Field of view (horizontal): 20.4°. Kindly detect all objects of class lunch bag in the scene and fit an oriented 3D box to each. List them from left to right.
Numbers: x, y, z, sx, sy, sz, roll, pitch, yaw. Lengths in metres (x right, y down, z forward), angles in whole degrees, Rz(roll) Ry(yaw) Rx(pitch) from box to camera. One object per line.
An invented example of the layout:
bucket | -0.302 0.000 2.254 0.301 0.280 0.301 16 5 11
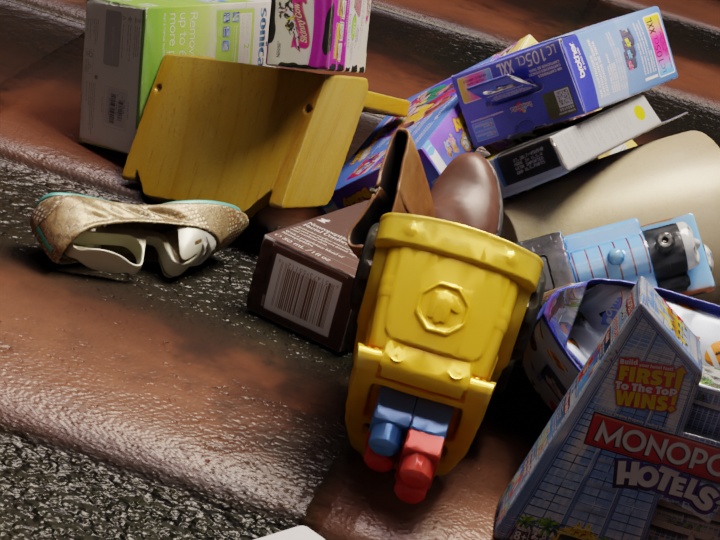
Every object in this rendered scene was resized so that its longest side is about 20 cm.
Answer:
lunch bag | 0.222 0.083 1.529 0.199 0.124 0.170 23 -14 4

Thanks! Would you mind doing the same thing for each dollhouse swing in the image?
dollhouse swing | -0.079 -0.117 1.892 0.199 0.182 0.176 11 -13 35

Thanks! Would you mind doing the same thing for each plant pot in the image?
plant pot | 0.224 -0.023 1.836 0.199 0.188 0.187 -8 27 -15

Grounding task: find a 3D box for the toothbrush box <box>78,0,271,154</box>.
toothbrush box | -0.177 -0.199 1.981 0.086 0.146 0.200 15 16 34

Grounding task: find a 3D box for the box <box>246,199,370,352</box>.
box | 0.000 0.000 1.727 0.100 0.075 0.200 24 21 22

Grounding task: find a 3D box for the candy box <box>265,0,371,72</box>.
candy box | -0.034 -0.251 1.827 0.061 0.137 0.200 6 5 10

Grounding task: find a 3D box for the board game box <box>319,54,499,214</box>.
board game box | 0.056 -0.120 1.897 0.045 0.134 0.200 55 38 -14

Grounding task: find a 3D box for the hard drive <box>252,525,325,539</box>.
hard drive | -0.010 0.226 1.213 0.200 0.027 0.132 30 25 35

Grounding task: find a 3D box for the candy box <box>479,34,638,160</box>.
candy box | 0.193 -0.134 2.015 0.200 0.117 0.057 43 56 -16

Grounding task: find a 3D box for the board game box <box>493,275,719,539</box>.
board game box | 0.216 0.117 1.404 0.199 0.201 0.062 16 20 2

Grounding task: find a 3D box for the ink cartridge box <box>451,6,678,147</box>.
ink cartridge box | 0.181 -0.175 1.838 0.136 0.077 0.200 -16 7 43

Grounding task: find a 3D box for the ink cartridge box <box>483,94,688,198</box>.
ink cartridge box | 0.173 -0.108 1.870 0.197 0.047 0.200 -22 4 46

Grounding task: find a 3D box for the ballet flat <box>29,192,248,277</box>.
ballet flat | -0.182 -0.023 1.692 0.199 0.071 0.065 1 53 -28

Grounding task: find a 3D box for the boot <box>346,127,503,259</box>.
boot | 0.048 -0.056 1.615 0.068 0.189 0.200 16 -23 26

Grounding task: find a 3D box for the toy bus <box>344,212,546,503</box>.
toy bus | 0.045 0.084 1.460 0.135 0.200 0.193 15 63 1

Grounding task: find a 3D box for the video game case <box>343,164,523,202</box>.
video game case | 0.104 -0.054 1.984 0.199 0.036 0.181 -1 27 -37

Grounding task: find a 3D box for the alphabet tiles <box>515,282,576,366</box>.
alphabet tiles | 0.149 0.046 1.615 0.166 0.006 0.200 -21 -24 40

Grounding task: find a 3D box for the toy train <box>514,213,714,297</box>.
toy train | 0.198 0.007 1.668 0.199 0.087 0.114 -14 -16 4
